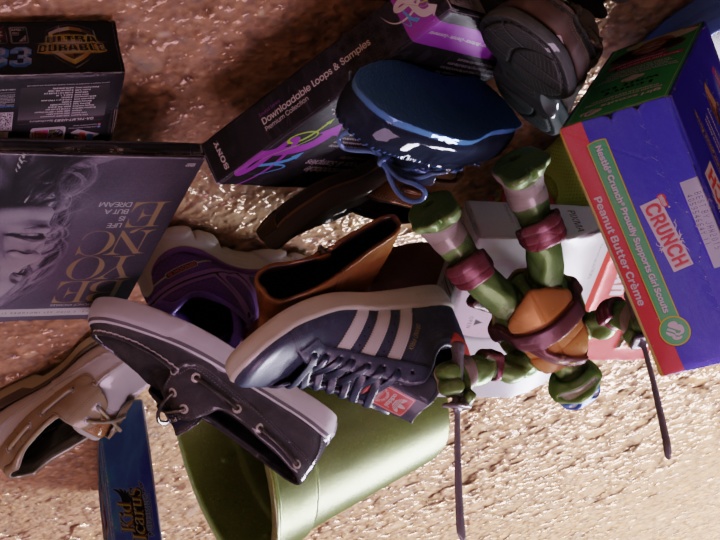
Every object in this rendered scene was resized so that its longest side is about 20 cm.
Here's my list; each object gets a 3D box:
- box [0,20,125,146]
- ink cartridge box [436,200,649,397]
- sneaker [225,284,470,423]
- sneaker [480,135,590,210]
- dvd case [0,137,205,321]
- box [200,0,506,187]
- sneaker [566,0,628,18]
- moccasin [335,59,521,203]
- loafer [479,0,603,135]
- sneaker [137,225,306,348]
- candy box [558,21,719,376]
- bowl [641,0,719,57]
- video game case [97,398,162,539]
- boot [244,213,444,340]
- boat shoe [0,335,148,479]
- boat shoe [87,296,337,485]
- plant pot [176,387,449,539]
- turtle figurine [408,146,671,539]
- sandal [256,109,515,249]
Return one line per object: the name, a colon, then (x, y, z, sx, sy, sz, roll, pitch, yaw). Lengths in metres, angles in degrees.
box: (-0.258, -0.074, 1.028, 0.198, 0.050, 0.199, -5, 149, -20)
ink cartridge box: (0.152, 0.024, 1.215, 0.198, 0.057, 0.164, 4, 131, -14)
sneaker: (0.003, 0.064, 1.089, 0.199, 0.085, 0.075, -10, 155, -41)
sneaker: (0.124, -0.036, 1.237, 0.090, 0.079, 0.200, -11, 152, -32)
dvd case: (-0.203, -0.022, 1.083, 0.147, 0.016, 0.200, -1, 149, -29)
box: (0.009, -0.117, 1.065, 0.199, 0.036, 0.143, -35, 164, 26)
sneaker: (0.132, -0.191, 1.001, 0.198, 0.071, 0.083, -5, 138, -25)
moccasin: (0.040, -0.078, 1.013, 0.068, 0.081, 0.199, -46, 158, 22)
loafer: (0.118, -0.141, 1.010, 0.063, 0.072, 0.200, -50, 171, -4)
sneaker: (-0.092, 0.032, 1.251, 0.199, 0.084, 0.081, 13, 140, -42)
candy box: (0.206, -0.051, 1.042, 0.076, 0.170, 0.200, -18, -167, 22)
bowl: (0.281, -0.142, 1.192, 0.199, 0.040, 0.201, -12, 150, -7)
video game case: (-0.200, 0.245, 1.433, 0.045, 0.202, 0.182, -6, 148, -11)
boot: (0.000, 0.000, 1.154, 0.187, 0.069, 0.200, -21, 161, -16)
boat shoe: (-0.217, 0.105, 1.324, 0.199, 0.069, 0.075, -30, 148, 22)
boat shoe: (-0.112, 0.090, 1.160, 0.199, 0.067, 0.070, 32, 156, -18)
plant pot: (-0.033, 0.124, 1.359, 0.188, 0.201, 0.201, -17, 153, -25)
turtle figurine: (0.117, 0.035, 1.064, 0.143, 0.200, 0.195, -13, 117, 35)
sandal: (0.024, -0.055, 1.129, 0.199, 0.055, 0.082, -27, 172, -19)
